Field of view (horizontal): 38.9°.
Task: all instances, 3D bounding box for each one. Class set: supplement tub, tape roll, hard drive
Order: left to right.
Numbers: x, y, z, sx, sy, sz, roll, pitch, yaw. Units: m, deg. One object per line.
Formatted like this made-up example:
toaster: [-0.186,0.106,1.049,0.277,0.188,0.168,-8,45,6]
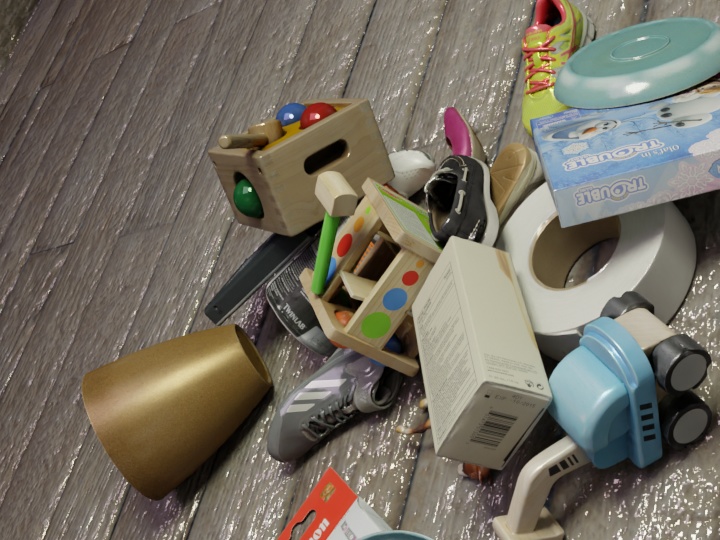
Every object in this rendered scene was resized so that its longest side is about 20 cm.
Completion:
hard drive: [-0.110,-0.025,1.312,0.200,0.033,0.140,-42,9,32]
supplement tub: [-0.008,-0.003,1.235,0.200,0.122,0.123,-43,37,10]
tape roll: [0.230,-0.008,1.024,0.201,0.071,0.204,-28,42,28]

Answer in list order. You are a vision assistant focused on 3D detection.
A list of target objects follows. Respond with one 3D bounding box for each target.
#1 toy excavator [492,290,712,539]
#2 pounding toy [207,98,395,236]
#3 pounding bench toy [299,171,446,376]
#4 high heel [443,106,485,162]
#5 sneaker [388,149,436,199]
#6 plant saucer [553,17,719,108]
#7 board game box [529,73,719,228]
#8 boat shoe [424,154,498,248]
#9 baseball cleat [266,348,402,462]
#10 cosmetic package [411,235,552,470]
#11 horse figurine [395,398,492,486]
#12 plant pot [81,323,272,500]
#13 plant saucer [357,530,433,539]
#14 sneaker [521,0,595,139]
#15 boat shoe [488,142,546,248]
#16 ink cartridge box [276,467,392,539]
toy excavator: [0.196,0.143,0.893,0.198,0.196,0.100,-24,36,-10]
pounding toy: [-0.089,-0.134,1.195,0.199,0.143,0.184,-31,22,-23]
pounding bench toy: [0.000,0.000,1.087,0.157,0.199,0.125,-53,33,16]
high heel: [0.112,-0.116,1.248,0.095,0.067,0.201,-28,54,13]
sneaker: [0.025,-0.078,1.318,0.200,0.074,0.088,-40,44,30]
plant saucer: [0.301,-0.228,1.093,0.198,0.028,0.201,-17,25,8]
board game box: [0.273,-0.122,0.984,0.198,0.044,0.200,-14,26,9]
boat shoe: [0.099,-0.078,1.102,0.074,0.060,0.201,-54,20,28]
baseball cleat: [-0.028,0.151,1.170,0.201,0.070,0.106,-53,36,0]
cosmetic package: [0.108,0.073,0.958,0.201,0.070,0.106,-95,26,-49]
horse figurine: [0.113,0.113,1.066,0.132,0.050,0.202,2,64,55]
plant pot: [-0.219,0.160,1.301,0.199,0.187,0.187,-32,38,3]
plant saucer: [0.030,0.342,0.928,0.198,0.027,0.202,-12,63,24]
sneaker: [0.221,-0.247,1.220,0.078,0.090,0.202,-12,53,39]
boat shoe: [0.153,-0.045,1.141,0.201,0.069,0.074,-58,31,29]
ink cartridge box: [-0.044,0.312,1.071,0.163,0.057,0.200,-53,41,-2]
